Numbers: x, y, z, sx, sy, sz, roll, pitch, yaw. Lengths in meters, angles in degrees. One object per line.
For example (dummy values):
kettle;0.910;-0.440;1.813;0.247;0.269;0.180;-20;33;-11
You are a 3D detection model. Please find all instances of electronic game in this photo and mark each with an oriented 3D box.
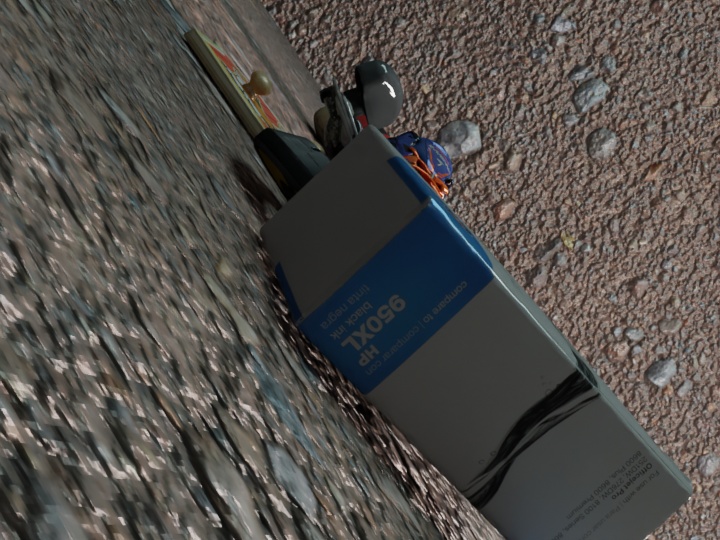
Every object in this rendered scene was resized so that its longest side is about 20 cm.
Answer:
electronic game;0.000;0.000;0.880;0.201;0.041;0.200;54;-4;5

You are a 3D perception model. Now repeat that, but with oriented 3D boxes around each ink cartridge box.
ink cartridge box;0.052;0.042;0.720;0.200;0.084;0.145;46;5;-20

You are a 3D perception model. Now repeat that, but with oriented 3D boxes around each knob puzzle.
knob puzzle;-0.053;-0.100;1.145;0.221;0.030;0.220;54;4;-6

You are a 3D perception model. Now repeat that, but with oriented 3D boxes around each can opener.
can opener;0.003;-0.092;1.125;0.200;0.066;0.053;87;-15;-73

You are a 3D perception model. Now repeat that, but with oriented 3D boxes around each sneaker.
sneaker;0.026;-0.057;0.978;0.076;0.078;0.200;54;-2;-19

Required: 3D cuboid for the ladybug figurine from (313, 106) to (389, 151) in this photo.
ladybug figurine;0.008;-0.136;1.782;0.136;0.072;0.201;51;6;-42
